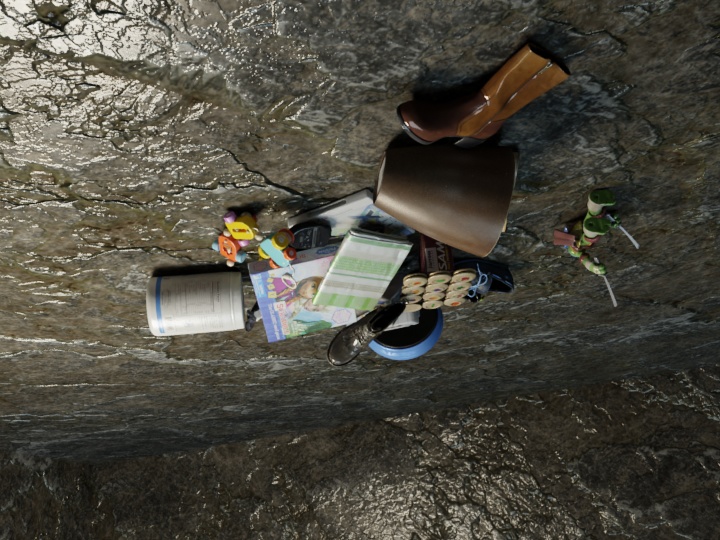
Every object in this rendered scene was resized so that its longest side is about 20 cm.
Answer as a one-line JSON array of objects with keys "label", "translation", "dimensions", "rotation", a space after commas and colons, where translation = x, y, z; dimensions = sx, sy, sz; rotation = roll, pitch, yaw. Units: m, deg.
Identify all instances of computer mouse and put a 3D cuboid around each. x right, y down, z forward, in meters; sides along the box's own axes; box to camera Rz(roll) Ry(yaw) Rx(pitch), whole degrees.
[{"label": "computer mouse", "translation": [-0.049, -0.075, 1.371], "dimensions": [0.199, 0.034, 0.059], "rotation": [-3, 133, -19]}]

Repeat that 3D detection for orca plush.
[{"label": "orca plush", "translation": [-0.196, 0.079, 1.644], "dimensions": [0.071, 0.105, 0.200], "rotation": [1, -146, 49]}]

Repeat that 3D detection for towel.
[{"label": "towel", "translation": [0.000, 0.000, 1.427], "dimensions": [0.149, 0.031, 0.200], "rotation": [10, 130, -27]}]

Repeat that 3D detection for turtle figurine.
[{"label": "turtle figurine", "translation": [0.510, -0.068, 1.463], "dimensions": [0.144, 0.200, 0.194], "rotation": [-40, 154, -9]}]

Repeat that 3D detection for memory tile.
[{"label": "memory tile", "translation": [0.159, 0.044, 1.503], "dimensions": [0.153, 0.017, 0.200], "rotation": [-5, 158, -2]}]

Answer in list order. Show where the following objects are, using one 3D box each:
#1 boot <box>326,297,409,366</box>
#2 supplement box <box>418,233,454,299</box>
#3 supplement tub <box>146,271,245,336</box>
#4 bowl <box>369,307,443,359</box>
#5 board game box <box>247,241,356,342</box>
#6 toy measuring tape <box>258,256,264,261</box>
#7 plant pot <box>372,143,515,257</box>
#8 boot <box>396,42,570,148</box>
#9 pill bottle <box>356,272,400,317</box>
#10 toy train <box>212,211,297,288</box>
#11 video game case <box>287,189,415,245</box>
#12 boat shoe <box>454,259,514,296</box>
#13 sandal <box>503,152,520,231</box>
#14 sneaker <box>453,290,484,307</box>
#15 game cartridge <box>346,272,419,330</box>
[{"label": "boot", "translation": [0.011, 0.130, 1.526], "dimensions": [0.200, 0.069, 0.174], "rotation": [-41, 179, -10]}, {"label": "supplement box", "translation": [0.163, -0.008, 1.541], "dimensions": [0.061, 0.109, 0.200], "rotation": [-6, 159, 1]}, {"label": "supplement tub", "translation": [-0.357, 0.072, 1.549], "dimensions": [0.199, 0.132, 0.132], "rotation": [-4, 158, -8]}, {"label": "bowl", "translation": [0.101, 0.121, 1.724], "dimensions": [0.200, 0.201, 0.039], "rotation": [-10, 142, 6]}, {"label": "board game box", "translation": [-0.117, 0.048, 1.481], "dimensions": [0.199, 0.041, 0.200], "rotation": [-14, 131, -5]}, {"label": "toy measuring tape", "translation": [-0.133, 0.010, 1.526], "dimensions": [0.200, 0.074, 0.073], "rotation": [23, 144, -38]}, {"label": "plant pot", "translation": [0.127, -0.135, 1.171], "dimensions": [0.199, 0.188, 0.187], "rotation": [12, 155, -7]}, {"label": "boot", "translation": [0.174, -0.250, 1.014], "dimensions": [0.188, 0.069, 0.200], "rotation": [11, 151, -36]}, {"label": "pill bottle", "translation": [-0.013, 0.047, 1.614], "dimensions": [0.113, 0.114, 0.200], "rotation": [11, 151, -37]}, {"label": "toy train", "translation": [-0.194, -0.049, 1.350], "dimensions": [0.199, 0.056, 0.151], "rotation": [24, 143, 19]}, {"label": "video game case", "translation": [-0.014, -0.088, 1.407], "dimensions": [0.182, 0.022, 0.200], "rotation": [-18, 155, 25]}, {"label": "boat shoe", "translation": [0.292, 0.018, 1.682], "dimensions": [0.199, 0.069, 0.084], "rotation": [0, 142, -27]}, {"label": "sandal", "translation": [0.246, -0.149, 1.301], "dimensions": [0.069, 0.078, 0.212], "rotation": [10, 154, 10]}, {"label": "sneaker", "translation": [0.217, 0.045, 1.719], "dimensions": [0.199, 0.083, 0.072], "rotation": [2, 156, -21]}, {"label": "game cartridge", "translation": [0.046, 0.077, 1.672], "dimensions": [0.199, 0.134, 0.041], "rotation": [-15, 164, 35]}]
